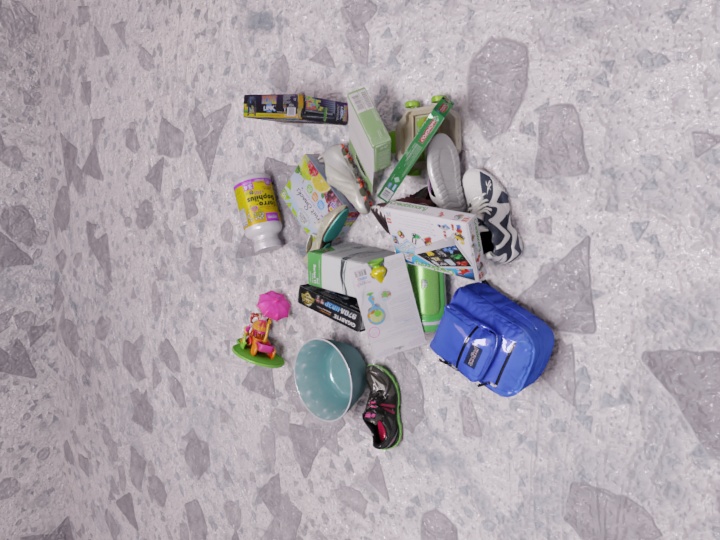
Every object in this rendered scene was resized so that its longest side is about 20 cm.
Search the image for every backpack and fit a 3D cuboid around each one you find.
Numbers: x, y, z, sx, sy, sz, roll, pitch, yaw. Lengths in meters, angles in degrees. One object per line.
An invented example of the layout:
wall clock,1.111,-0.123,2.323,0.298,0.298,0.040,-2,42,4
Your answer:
backpack,0.245,0.143,1.088,0.199,0.167,0.164,33,122,30

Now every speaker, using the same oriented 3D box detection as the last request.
speaker,0.138,0.024,1.220,0.088,0.088,0.202,0,95,41

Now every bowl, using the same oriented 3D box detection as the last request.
bowl,-0.060,0.257,1.410,0.200,0.105,0.203,5,98,41

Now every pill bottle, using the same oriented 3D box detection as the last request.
pill bottle,-0.271,-0.152,1.550,0.104,0.104,0.202,-21,82,41

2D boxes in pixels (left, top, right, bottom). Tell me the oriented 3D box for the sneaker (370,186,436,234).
sneaker,0.105,-0.133,1.248,0.076,0.115,0.200,54,170,-22

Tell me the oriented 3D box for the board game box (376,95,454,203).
board game box,0.108,-0.238,1.132,0.029,0.135,0.201,34,121,-1

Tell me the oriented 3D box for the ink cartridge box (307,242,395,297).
ink cartridge box,0.000,0.000,1.298,0.199,0.146,0.084,14,108,40

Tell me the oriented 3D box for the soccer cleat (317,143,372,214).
soccer cleat,-0.036,-0.206,1.352,0.077,0.069,0.201,-30,68,12

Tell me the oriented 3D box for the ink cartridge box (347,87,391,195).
ink cartridge box,0.017,-0.278,1.269,0.200,0.048,0.147,85,162,-68

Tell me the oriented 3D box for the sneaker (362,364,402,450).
sneaker,0.046,0.318,1.337,0.076,0.083,0.202,-15,86,41

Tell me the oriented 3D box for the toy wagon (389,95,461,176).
toy wagon,0.123,-0.281,1.227,0.199,0.039,0.157,3,97,42

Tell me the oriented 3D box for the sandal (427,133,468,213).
sandal,0.164,-0.170,1.159,0.050,0.082,0.205,3,110,53

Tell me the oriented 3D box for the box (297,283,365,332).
box,-0.021,0.071,1.316,0.199,0.158,0.046,21,112,38

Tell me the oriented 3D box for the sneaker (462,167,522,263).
sneaker,0.226,-0.105,1.094,0.079,0.129,0.201,-21,81,39

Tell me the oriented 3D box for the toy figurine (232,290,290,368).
toy figurine,-0.260,0.143,1.587,0.200,0.149,0.186,29,101,62

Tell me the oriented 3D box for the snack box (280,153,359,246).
snack box,-0.102,-0.168,1.430,0.201,0.053,0.142,54,128,21

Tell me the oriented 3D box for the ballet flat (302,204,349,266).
ballet flat,-0.091,-0.082,1.359,0.062,0.067,0.201,39,123,18

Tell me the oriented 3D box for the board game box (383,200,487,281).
board game box,0.138,-0.058,1.088,0.199,0.035,0.127,17,136,42

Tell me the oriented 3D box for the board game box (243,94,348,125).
board game box,-0.155,-0.384,1.376,0.199,0.165,0.057,14,106,39

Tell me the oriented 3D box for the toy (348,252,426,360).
toy,0.054,0.070,1.182,0.047,0.114,0.202,-119,13,-73
